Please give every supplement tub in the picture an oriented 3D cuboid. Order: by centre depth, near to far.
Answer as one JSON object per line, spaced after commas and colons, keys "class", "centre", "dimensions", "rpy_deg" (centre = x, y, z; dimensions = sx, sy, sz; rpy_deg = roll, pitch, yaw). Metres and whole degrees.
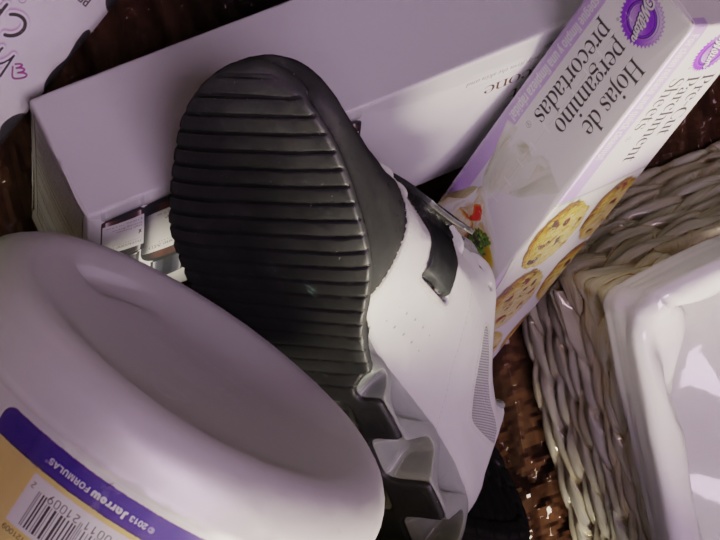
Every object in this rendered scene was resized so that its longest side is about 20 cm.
{"class": "supplement tub", "centre": [-0.100, 0.106, 0.703], "dimensions": [0.145, 0.146, 0.201], "rpy_deg": [28, 104, -27]}

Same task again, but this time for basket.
{"class": "basket", "centre": [0.148, 0.059, 0.895], "dimensions": [0.135, 0.123, 0.201], "rpy_deg": [-21, 114, -15]}

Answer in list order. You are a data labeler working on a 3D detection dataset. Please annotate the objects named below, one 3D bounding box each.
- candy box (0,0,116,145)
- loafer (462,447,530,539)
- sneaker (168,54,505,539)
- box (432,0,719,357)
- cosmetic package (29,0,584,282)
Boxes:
{"class": "candy box", "centre": [-0.148, -0.111, 0.751], "dimensions": [0.136, 0.061, 0.200], "rpy_deg": [39, 90, -28]}
{"class": "loafer", "centre": [-0.025, 0.078, 0.860], "dimensions": [0.199, 0.073, 0.071], "rpy_deg": [16, 131, -36]}
{"class": "sneaker", "centre": [0.000, 0.000, 0.772], "dimensions": [0.089, 0.074, 0.201], "rpy_deg": [-55, 141, -38]}
{"class": "box", "centre": [0.061, -0.029, 0.818], "dimensions": [0.041, 0.039, 0.200], "rpy_deg": [-12, 148, -45]}
{"class": "cosmetic package", "centre": [-0.012, -0.054, 0.806], "dimensions": [0.199, 0.083, 0.051], "rpy_deg": [-23, 71, -17]}
